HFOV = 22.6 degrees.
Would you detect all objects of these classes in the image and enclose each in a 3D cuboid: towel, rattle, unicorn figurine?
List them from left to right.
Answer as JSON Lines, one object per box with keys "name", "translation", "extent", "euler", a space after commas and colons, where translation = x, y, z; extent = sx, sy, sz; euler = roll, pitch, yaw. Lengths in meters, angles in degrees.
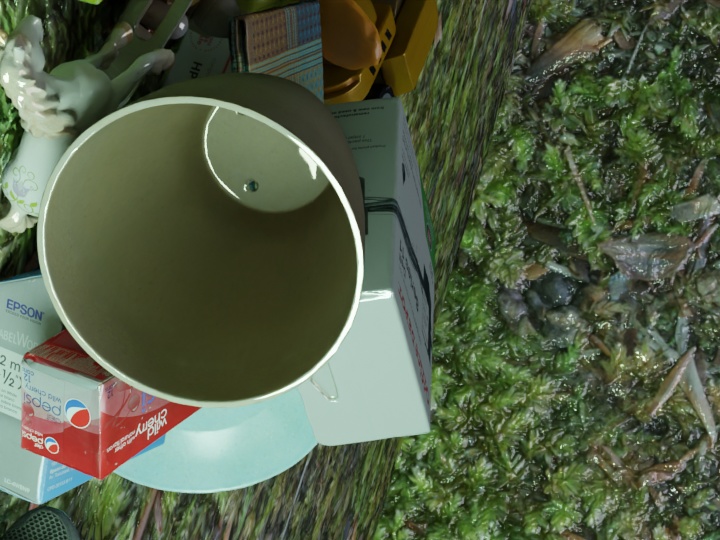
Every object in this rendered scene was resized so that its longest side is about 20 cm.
{"name": "unicorn figurine", "translation": [-0.174, -0.094, 1.055], "extent": [0.137, 0.074, 0.200], "euler": [-47, 157, -48]}
{"name": "towel", "translation": [-0.057, -0.088, 1.291], "extent": [0.147, 0.022, 0.200], "euler": [-33, 123, -67]}
{"name": "rattle", "translation": [-0.018, -0.247, 1.501], "extent": [0.200, 0.143, 0.130], "euler": [-34, 140, -74]}

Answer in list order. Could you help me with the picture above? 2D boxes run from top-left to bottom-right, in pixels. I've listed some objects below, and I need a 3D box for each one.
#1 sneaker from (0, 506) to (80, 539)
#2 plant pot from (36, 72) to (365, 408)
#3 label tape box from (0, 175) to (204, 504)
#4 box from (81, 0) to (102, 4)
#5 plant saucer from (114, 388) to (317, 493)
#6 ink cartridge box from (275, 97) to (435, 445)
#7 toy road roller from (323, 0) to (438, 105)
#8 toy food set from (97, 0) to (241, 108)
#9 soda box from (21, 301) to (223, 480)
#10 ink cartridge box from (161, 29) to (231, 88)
{"name": "sneaker", "translation": [-0.239, 0.223, 1.179], "extent": [0.200, 0.077, 0.091], "euler": [-67, 163, -45]}
{"name": "plant pot", "translation": [-0.074, -0.044, 1.091], "extent": [0.200, 0.187, 0.188], "euler": [-66, 168, -66]}
{"name": "label tape box", "translation": [-0.178, 0.035, 1.179], "extent": [0.143, 0.066, 0.200], "euler": [-22, 125, -59]}
{"name": "box", "translation": [-0.136, -0.257, 1.112], "extent": [0.200, 0.048, 0.122], "euler": [-60, 165, -56]}
{"name": "plant saucer", "translation": [-0.119, 0.082, 1.327], "extent": [0.039, 0.201, 0.201], "euler": [-97, -169, -50]}
{"name": "ink cartridge box", "translation": [0.000, 0.000, 1.246], "extent": [0.200, 0.083, 0.147], "euler": [-86, 165, -45]}
{"name": "toy road roller", "translation": [-0.019, -0.215, 1.614], "extent": [0.146, 0.123, 0.200], "euler": [74, 31, -49]}
{"name": "toy food set", "translation": [-0.100, -0.192, 1.201], "extent": [0.144, 0.060, 0.200], "euler": [-54, -177, 24]}
{"name": "soda box", "translation": [-0.129, 0.054, 1.140], "extent": [0.200, 0.063, 0.070], "euler": [-34, 135, -52]}
{"name": "ink cartridge box", "translation": [-0.107, -0.122, 1.386], "extent": [0.200, 0.068, 0.115], "euler": [65, 45, -75]}
